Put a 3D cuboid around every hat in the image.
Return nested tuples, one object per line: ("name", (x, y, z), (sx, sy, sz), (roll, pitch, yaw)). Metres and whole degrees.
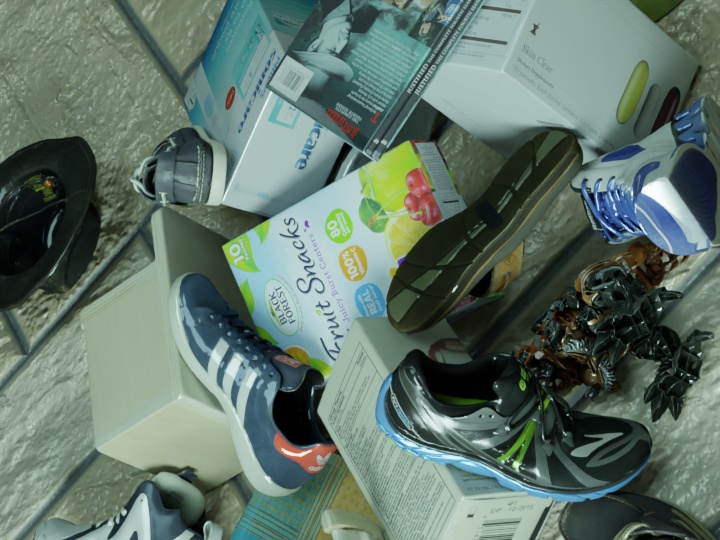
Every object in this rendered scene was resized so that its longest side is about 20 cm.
("hat", (-0.307, -0.031, 1.941), (0.201, 0.081, 0.201), (-23, 47, 26))

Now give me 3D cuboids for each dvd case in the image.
("dvd case", (0.023, -0.192, 1.481), (0.200, 0.022, 0.146), (-56, 42, 2))

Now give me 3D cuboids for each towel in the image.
("towel", (-0.024, 0.222, 1.589), (0.200, 0.022, 0.147), (24, 86, 44))

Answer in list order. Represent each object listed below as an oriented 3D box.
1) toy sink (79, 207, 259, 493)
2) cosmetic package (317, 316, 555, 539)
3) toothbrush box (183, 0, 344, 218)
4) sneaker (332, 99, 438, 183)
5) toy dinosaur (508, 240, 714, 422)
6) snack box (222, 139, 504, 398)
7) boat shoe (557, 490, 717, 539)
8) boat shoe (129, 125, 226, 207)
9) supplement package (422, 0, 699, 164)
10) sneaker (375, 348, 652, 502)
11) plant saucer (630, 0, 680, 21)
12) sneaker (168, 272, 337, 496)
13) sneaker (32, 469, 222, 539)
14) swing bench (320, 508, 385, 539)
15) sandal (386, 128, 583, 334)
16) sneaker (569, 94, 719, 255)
("toy sink", (-0.157, 0.070, 1.712), (0.112, 0.130, 0.200), (-32, 51, 27))
("cosmetic package", (0.054, 0.134, 1.495), (0.200, 0.087, 0.103), (59, 138, 42))
("toothbrush box", (-0.076, -0.153, 1.734), (0.146, 0.085, 0.200), (-64, 27, 24))
("sneaker", (0.005, -0.117, 1.719), (0.099, 0.071, 0.200), (13, 77, 54))
("toy dinosaur", (0.184, 0.031, 1.459), (0.200, 0.102, 0.136), (-62, 27, 12))
("snack box", (0.000, 0.000, 1.624), (0.200, 0.053, 0.142), (-28, 79, 28))
("boat shoe", (0.205, 0.195, 1.356), (0.200, 0.073, 0.075), (24, 85, 46))
("boat shoe", (-0.165, -0.090, 1.714), (0.200, 0.063, 0.073), (-162, 76, -72))
("supplement package", (0.132, -0.163, 1.527), (0.156, 0.200, 0.111), (14, 78, 45))
("sneaker", (0.112, 0.105, 1.399), (0.071, 0.199, 0.083), (-84, 11, -55))
("plant saucer", (0.210, -0.284, 1.647), (0.200, 0.031, 0.200), (-22, 54, 33))
("sneaker", (-0.080, 0.078, 1.609), (0.085, 0.075, 0.200), (-36, 79, 31))
("sneaker", (-0.188, 0.219, 1.690), (0.199, 0.079, 0.130), (22, 85, 50))
("swing bench", (-0.034, 0.312, 1.457), (0.200, 0.130, 0.199), (-30, 57, 24))
("sandal", (0.099, -0.021, 1.492), (0.200, 0.055, 0.082), (-47, 31, 11))
("sneaker", (0.209, -0.049, 1.432), (0.115, 0.081, 0.199), (-29, 11, 24))
